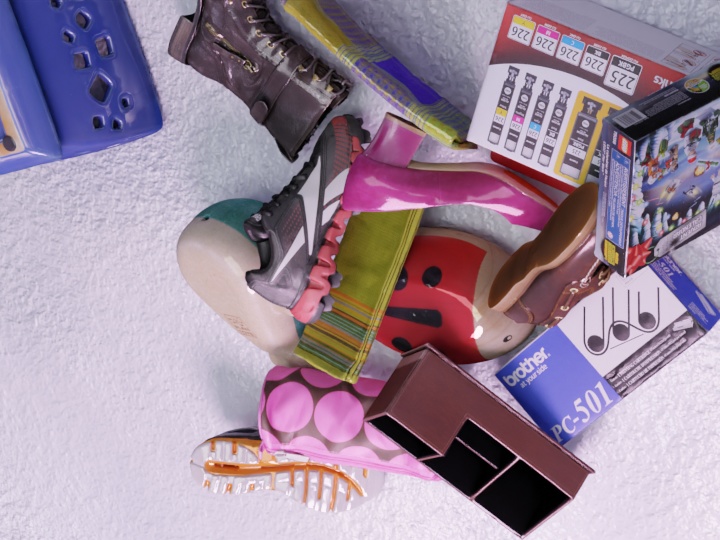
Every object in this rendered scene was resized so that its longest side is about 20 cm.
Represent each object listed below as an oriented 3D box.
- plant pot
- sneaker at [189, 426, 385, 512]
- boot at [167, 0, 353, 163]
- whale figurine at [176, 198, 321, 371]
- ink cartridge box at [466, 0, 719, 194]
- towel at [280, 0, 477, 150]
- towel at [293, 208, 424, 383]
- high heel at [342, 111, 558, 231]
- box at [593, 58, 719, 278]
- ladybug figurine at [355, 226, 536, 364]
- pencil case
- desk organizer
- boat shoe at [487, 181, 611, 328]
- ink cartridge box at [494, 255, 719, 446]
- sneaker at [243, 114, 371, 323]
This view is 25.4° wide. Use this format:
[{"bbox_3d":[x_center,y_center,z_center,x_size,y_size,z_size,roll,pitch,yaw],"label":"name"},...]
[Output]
[{"bbox_3d":[-0.345,-0.192,1.581,0.200,0.180,0.200,-9,105,33],"label":"plant pot"},{"bbox_3d":[-0.072,0.196,1.659,0.200,0.077,0.078,9,103,7],"label":"sneaker"},{"bbox_3d":[-0.078,-0.217,1.492,0.174,0.069,0.200,37,132,8],"label":"boot"},{"bbox_3d":[-0.092,0.013,1.585,0.159,0.104,0.200,7,138,51],"label":"whale figurine"},{"bbox_3d":[0.203,-0.121,1.353,0.200,0.084,0.176,25,121,18],"label":"ink cartridge box"},{"bbox_3d":[0.020,-0.177,1.403,0.200,0.144,0.023,43,103,8],"label":"towel"},{"bbox_3d":[0.000,0.000,1.490,0.086,0.018,0.200,22,91,45],"label":"towel"},{"bbox_3d":[0.086,-0.056,1.428,0.200,0.067,0.096,26,102,-8],"label":"high heel"},{"bbox_3d":[0.270,-0.093,1.239,0.040,0.200,0.137,43,151,38],"label":"box"},{"bbox_3d":[0.068,0.030,1.503,0.200,0.072,0.136,4,113,29],"label":"ladybug figurine"},{"bbox_3d":[0.001,0.153,1.560,0.200,0.094,0.091,6,144,14],"label":"pencil case"},{"bbox_3d":[0.107,0.161,1.477,0.200,0.077,0.072,38,160,-9],"label":"desk organizer"},{"bbox_3d":[0.180,-0.009,1.364,0.070,0.070,0.200,24,152,-9],"label":"boat shoe"},{"bbox_3d":[0.221,0.069,1.448,0.094,0.044,0.200,49,126,5],"label":"ink cartridge box"},{"bbox_3d":[-0.053,-0.057,1.479,0.098,0.071,0.200,18,82,-12],"label":"sneaker"}]
